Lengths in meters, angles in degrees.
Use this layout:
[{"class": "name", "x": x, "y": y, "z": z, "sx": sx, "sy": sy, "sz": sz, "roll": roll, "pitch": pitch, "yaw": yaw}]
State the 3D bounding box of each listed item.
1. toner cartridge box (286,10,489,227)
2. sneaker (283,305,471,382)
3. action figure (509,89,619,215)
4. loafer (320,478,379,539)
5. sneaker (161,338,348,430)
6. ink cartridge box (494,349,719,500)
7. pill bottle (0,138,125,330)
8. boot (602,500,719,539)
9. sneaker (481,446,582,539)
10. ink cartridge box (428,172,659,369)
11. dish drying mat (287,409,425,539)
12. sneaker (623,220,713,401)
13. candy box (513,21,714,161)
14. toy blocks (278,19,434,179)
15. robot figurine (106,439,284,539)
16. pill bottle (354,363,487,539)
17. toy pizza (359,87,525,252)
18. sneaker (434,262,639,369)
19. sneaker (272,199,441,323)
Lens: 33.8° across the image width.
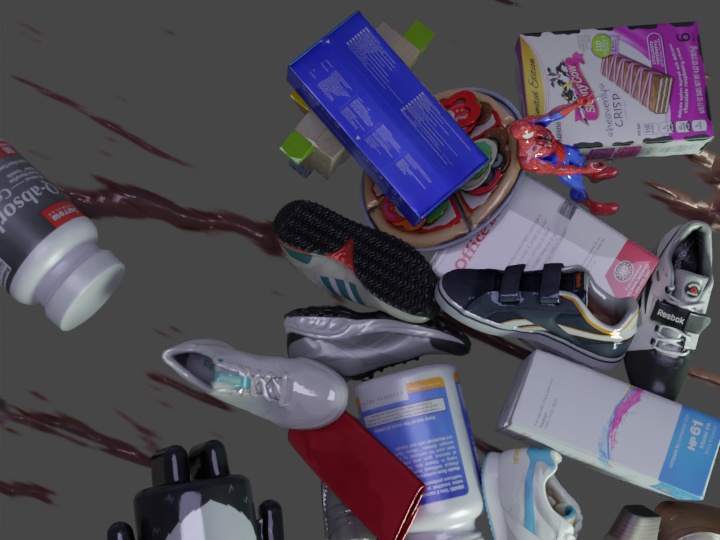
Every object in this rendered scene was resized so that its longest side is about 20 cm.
[{"class": "toner cartridge box", "x": 0.026, "y": -0.150, "z": 1.176, "sx": 0.095, "sy": 0.043, "sz": 0.200, "roll": -39, "pitch": 85, "yaw": -13}, {"class": "sneaker", "x": 0.018, "y": 0.081, "z": 1.258, "sx": 0.199, "sy": 0.074, "sz": 0.080, "roll": 2, "pitch": 97, "yaw": 3}, {"class": "action figure", "x": 0.228, "y": -0.118, "z": 1.207, "sx": 0.099, "sy": 0.199, "sz": 0.066, "roll": -14, "pitch": 66, "yaw": 38}, {"class": "loafer", "x": -0.003, "y": 0.267, "z": 1.218, "sx": 0.069, "sy": 0.070, "sz": 0.201, "roll": -12, "pitch": 79, "yaw": 2}, {"class": "sneaker", "x": -0.113, "y": 0.115, "z": 1.209, "sx": 0.199, "sy": 0.088, "sz": 0.076, "roll": 11, "pitch": 86, "yaw": 24}, {"class": "ink cartridge box", "x": 0.245, "y": 0.157, "z": 1.196, "sx": 0.199, "sy": 0.145, "sz": 0.085, "roll": 20, "pitch": 80, "yaw": 4}, {"class": "pill bottle", "x": -0.352, "y": -0.037, "z": 1.256, "sx": 0.200, "sy": 0.116, "sz": 0.116, "roll": 41, "pitch": 83, "yaw": 7}, {"class": "boot", "x": 0.305, "y": 0.314, "z": 1.205, "sx": 0.199, "sy": 0.070, "sz": 0.147, "roll": 10, "pitch": 101, "yaw": -24}, {"class": "sneaker", "x": 0.183, "y": 0.275, "z": 1.186, "sx": 0.080, "sy": 0.076, "sz": 0.201, "roll": -12, "pitch": 100, "yaw": 25}, {"class": "ink cartridge box", "x": 0.188, "y": -0.001, "z": 1.256, "sx": 0.199, "sy": 0.085, "sz": 0.146, "roll": 34, "pitch": 82, "yaw": 5}, {"class": "dish drying mat", "x": -0.008, "y": 0.192, "z": 1.188, "sx": 0.200, "sy": 0.018, "sz": 0.077, "roll": 37, "pitch": 107, "yaw": 46}, {"class": "sneaker", "x": 0.324, "y": 0.038, "z": 1.231, "sx": 0.074, "sy": 0.089, "sz": 0.201, "roll": 13, "pitch": 73, "yaw": 1}, {"class": "candy box", "x": 0.274, "y": -0.194, "z": 1.299, "sx": 0.199, "sy": 0.061, "sz": 0.137, "roll": -5, "pitch": 78, "yaw": 1}, {"class": "toy blocks", "x": -0.009, "y": -0.170, "z": 1.269, "sx": 0.100, "sy": 0.137, "sz": 0.200, "roll": 38, "pitch": 78, "yaw": 2}, {"class": "robot figurine", "x": -0.162, "y": 0.275, "z": 1.192, "sx": 0.149, "sy": 0.125, "sz": 0.201, "roll": -11, "pitch": 79, "yaw": 12}, {"class": "pill bottle", "x": 0.067, "y": 0.203, "z": 1.208, "sx": 0.111, "sy": 0.112, "sz": 0.201, "roll": -12, "pitch": 80, "yaw": -1}, {"class": "toy pizza", "x": 0.082, "y": -0.113, "z": 1.252, "sx": 0.199, "sy": 0.032, "sz": 0.201, "roll": -16, "pitch": 56, "yaw": 25}, {"class": "sneaker", "x": 0.176, "y": 0.026, "z": 1.160, "sx": 0.199, "sy": 0.080, "sz": 0.079, "roll": 18, "pitch": 39, "yaw": -2}, {"class": "sneaker", "x": -0.001, "y": 0.000, "z": 1.252, "sx": 0.199, "sy": 0.094, "sz": 0.071, "roll": 28, "pitch": 70, "yaw": 14}]
